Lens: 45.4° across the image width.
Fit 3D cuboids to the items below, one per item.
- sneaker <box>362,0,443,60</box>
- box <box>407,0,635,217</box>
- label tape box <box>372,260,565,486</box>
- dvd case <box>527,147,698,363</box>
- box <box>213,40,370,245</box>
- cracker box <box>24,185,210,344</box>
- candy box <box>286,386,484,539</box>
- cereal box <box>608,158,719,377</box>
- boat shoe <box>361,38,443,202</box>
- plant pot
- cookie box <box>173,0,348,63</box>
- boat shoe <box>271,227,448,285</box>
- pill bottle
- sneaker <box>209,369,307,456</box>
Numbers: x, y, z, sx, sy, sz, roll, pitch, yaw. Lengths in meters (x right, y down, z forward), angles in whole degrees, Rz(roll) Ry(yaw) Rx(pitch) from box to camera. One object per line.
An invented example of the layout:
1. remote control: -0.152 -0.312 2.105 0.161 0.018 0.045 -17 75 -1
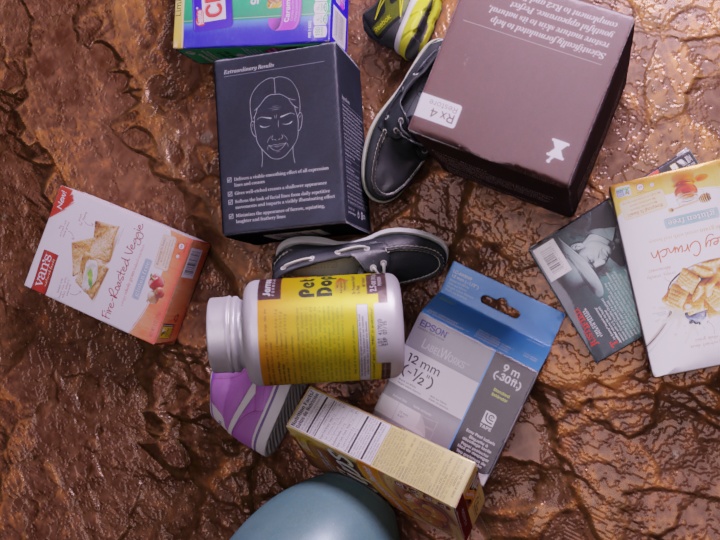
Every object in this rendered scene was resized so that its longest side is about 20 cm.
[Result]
1. sneaker: 0.062 -0.347 0.978 0.084 0.074 0.202 23 92 16
2. box: 0.168 -0.169 0.871 0.164 0.200 0.166 23 91 15
3. label tape box: 0.116 0.108 0.935 0.142 0.066 0.202 26 95 16
4. dvd case: 0.300 -0.014 0.916 0.199 0.022 0.147 -33 78 9
5. box: -0.077 -0.139 0.984 0.147 0.107 0.203 -4 85 15
6. cracker box: -0.301 -0.007 1.062 0.198 0.058 0.135 21 91 16
7. candy box: 0.028 0.204 0.906 0.198 0.116 0.056 20 63 25
8. cereal box: 0.344 -0.004 0.871 0.142 0.039 0.203 -14 82 14
9. boat shoe: 0.064 -0.167 0.958 0.074 0.066 0.201 32 89 -16
10. plant pot: -0.033 0.299 0.914 0.198 0.201 0.135 24 59 16
11. cookie box: -0.117 -0.341 1.027 0.197 0.075 0.174 1 87 16
12. boat shoe: 0.000 0.000 0.955 0.197 0.061 0.076 -6 125 7
13. pill bottle: -0.056 0.062 0.891 0.197 0.109 0.111 -3 85 -2
14. sneaker: -0.110 0.100 0.996 0.114 0.073 0.202 28 92 21
